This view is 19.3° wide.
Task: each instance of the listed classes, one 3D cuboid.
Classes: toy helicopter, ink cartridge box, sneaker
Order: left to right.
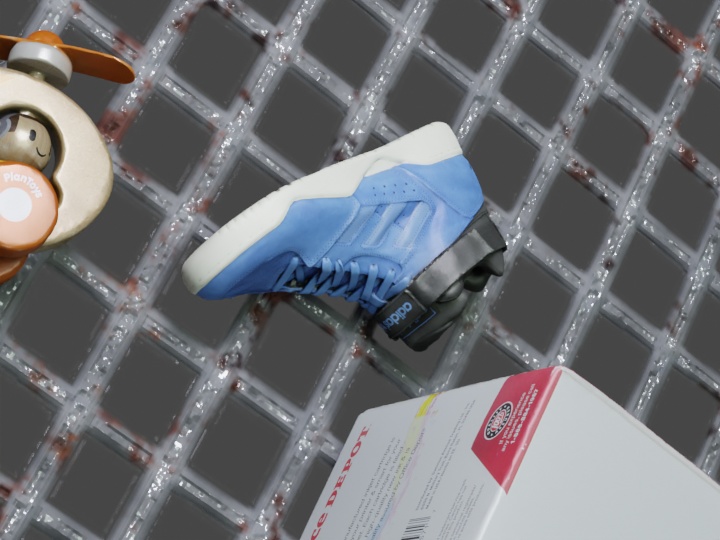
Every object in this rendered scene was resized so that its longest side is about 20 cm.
[{"bbox_3d":[-0.208,-0.098,1.101,0.200,0.079,0.132,44,64,-5],"label":"toy helicopter"},{"bbox_3d":[0.001,-0.001,1.193,0.199,0.077,0.112,-25,83,-38],"label":"sneaker"},{"bbox_3d":[0.072,0.159,1.128,0.144,0.200,0.146,37,64,-20],"label":"ink cartridge box"}]
